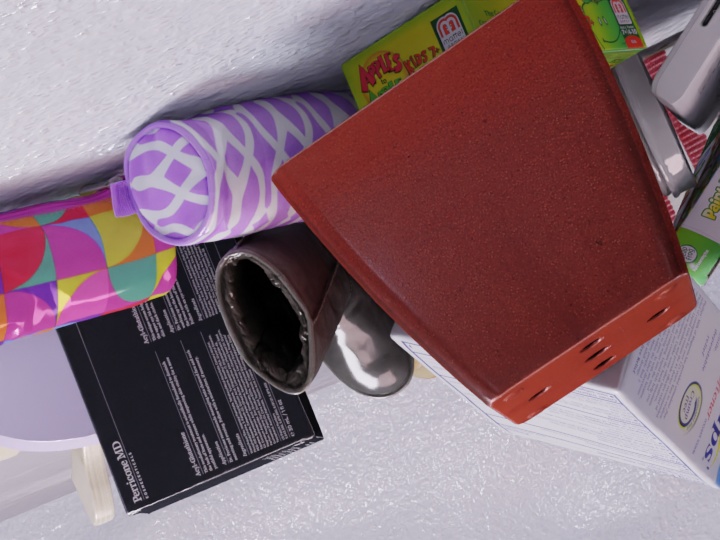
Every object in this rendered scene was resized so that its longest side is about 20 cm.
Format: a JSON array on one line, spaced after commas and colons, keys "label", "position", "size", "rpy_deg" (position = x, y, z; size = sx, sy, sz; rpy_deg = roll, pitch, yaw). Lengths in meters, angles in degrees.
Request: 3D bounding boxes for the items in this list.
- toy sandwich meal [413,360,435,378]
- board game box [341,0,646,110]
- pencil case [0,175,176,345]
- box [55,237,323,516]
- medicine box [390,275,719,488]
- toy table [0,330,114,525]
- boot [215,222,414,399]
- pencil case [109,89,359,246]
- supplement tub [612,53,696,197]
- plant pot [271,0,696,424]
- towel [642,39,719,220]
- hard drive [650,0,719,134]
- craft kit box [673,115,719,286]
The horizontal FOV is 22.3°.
[{"label": "toy sandwich meal", "position": [0.000, 0.000, 1.395], "size": [0.070, 0.205, 0.205], "rpy_deg": [-42, 179, -20]}, {"label": "board game box", "position": [0.090, -0.139, 1.179], "size": [0.101, 0.048, 0.200], "rpy_deg": [-28, 170, 36]}, {"label": "pencil case", "position": [-0.209, -0.003, 1.129], "size": [0.199, 0.089, 0.088], "rpy_deg": [-20, 172, -34]}, {"label": "box", "position": [-0.128, 0.051, 1.271], "size": [0.141, 0.201, 0.079], "rpy_deg": [-22, 172, 0]}, {"label": "medicine box", "position": [0.153, 0.055, 1.265], "size": [0.181, 0.103, 0.200], "rpy_deg": [12, 163, 36]}, {"label": "toy table", "position": [-0.234, 0.102, 1.480], "size": [0.199, 0.185, 0.117], "rpy_deg": [-7, 151, -20]}, {"label": "boot", "position": [-0.026, 0.037, 1.211], "size": [0.072, 0.182, 0.200], "rpy_deg": [-34, -168, 8]}, {"label": "pencil case", "position": [-0.055, -0.067, 1.147], "size": [0.085, 0.084, 0.199], "rpy_deg": [-1, -172, 41]}, {"label": "supplement tub", "position": [0.136, -0.078, 1.367], "size": [0.199, 0.145, 0.144], "rpy_deg": [-24, 172, 12]}, {"label": "plant pot", "position": [0.095, -0.022, 1.089], "size": [0.200, 0.177, 0.200], "rpy_deg": [-35, 165, 5]}, {"label": "towel", "position": [0.262, -0.114, 1.515], "size": [0.199, 0.145, 0.023], "rpy_deg": [-25, -166, 17]}, {"label": "hard drive", "position": [0.265, -0.169, 1.324], "size": [0.132, 0.027, 0.200], "rpy_deg": [-58, 165, 7]}, {"label": "craft kit box", "position": [0.302, -0.118, 1.357], "size": [0.198, 0.048, 0.200], "rpy_deg": [-61, 179, 42]}]
